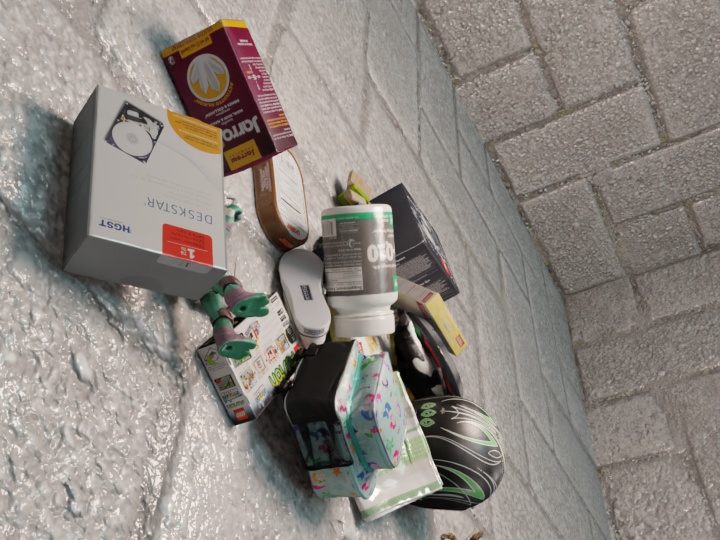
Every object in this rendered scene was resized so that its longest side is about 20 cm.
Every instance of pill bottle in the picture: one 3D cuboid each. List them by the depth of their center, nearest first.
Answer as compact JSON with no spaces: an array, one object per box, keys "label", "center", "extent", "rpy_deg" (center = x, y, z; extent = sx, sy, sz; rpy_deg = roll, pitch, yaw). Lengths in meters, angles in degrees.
[{"label":"pill bottle","center":[0.000,0.000,1.273],"extent":[0.113,0.113,0.200],"rpy_deg":[-8,95,-69]}]

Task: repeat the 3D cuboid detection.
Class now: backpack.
[{"label":"backpack","center":[-0.017,0.213,1.124],"extent":[0.178,0.150,0.200],"rpy_deg":[-70,155,-58]}]

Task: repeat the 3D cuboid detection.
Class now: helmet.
[{"label":"helmet","center":[0.152,0.310,1.387],"extent":[0.200,0.190,0.200],"rpy_deg":[3,90,-83]}]

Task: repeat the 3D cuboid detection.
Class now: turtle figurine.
[{"label":"turtle figurine","center":[-0.178,0.005,0.993],"extent":[0.200,0.101,0.150],"rpy_deg":[56,-28,40]}]

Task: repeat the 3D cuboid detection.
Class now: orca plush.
[{"label":"orca plush","center":[0.086,0.169,1.422],"extent":[0.105,0.071,0.200],"rpy_deg":[35,-31,45]}]

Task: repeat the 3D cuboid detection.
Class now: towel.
[{"label":"towel","center":[0.036,0.270,1.262],"extent":[0.149,0.031,0.200],"rpy_deg":[-15,80,-29]}]

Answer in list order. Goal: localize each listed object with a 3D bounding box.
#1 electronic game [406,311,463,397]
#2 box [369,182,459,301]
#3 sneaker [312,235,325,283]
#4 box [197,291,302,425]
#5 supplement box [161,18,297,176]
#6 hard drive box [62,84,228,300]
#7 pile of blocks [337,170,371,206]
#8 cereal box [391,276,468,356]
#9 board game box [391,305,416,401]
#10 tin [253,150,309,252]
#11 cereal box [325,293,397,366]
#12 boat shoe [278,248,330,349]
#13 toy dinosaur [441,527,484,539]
[{"label":"electronic game","center":[0.130,0.167,1.496],"extent":[0.200,0.042,0.200],"rpy_deg":[60,-10,18]},{"label":"box","center":[0.105,-0.046,1.708],"extent":[0.182,0.104,0.200],"rpy_deg":[49,17,-41]},{"label":"sneaker","center":[-0.040,-0.007,1.396],"extent":[0.200,0.077,0.085],"rpy_deg":[-57,128,-65]},{"label":"box","center":[-0.138,0.112,1.086],"extent":[0.110,0.035,0.200],"rpy_deg":[66,20,-9]},{"label":"supplement box","center":[-0.190,-0.250,1.190],"extent":[0.200,0.110,0.086],"rpy_deg":[67,21,-7]},{"label":"hard drive box","center":[-0.233,-0.083,0.893],"extent":[0.156,0.077,0.200],"rpy_deg":[15,53,-35]},{"label":"pile of blocks","center":[-0.011,-0.105,1.592],"extent":[0.082,0.062,0.200],"rpy_deg":[31,34,-42]},{"label":"cereal box","center":[0.107,0.077,1.566],"extent":[0.200,0.040,0.144],"rpy_deg":[24,-28,53]},{"label":"board game box","center":[0.083,0.179,1.555],"extent":[0.105,0.023,0.200],"rpy_deg":[81,-2,-62]},{"label":"tin","center":[-0.130,-0.126,1.333],"extent":[0.112,0.042,0.200],"rpy_deg":[34,41,-51]},{"label":"cereal box","center":[0.003,0.107,1.417],"extent":[0.200,0.039,0.144],"rpy_deg":[3,71,-69]},{"label":"boat shoe","center":[-0.084,0.045,1.245],"extent":[0.200,0.072,0.066],"rpy_deg":[-113,-155,-48]},{"label":"toy dinosaur","center":[0.201,0.557,1.473],"extent":[0.200,0.086,0.136],"rpy_deg":[-96,172,-76]}]
